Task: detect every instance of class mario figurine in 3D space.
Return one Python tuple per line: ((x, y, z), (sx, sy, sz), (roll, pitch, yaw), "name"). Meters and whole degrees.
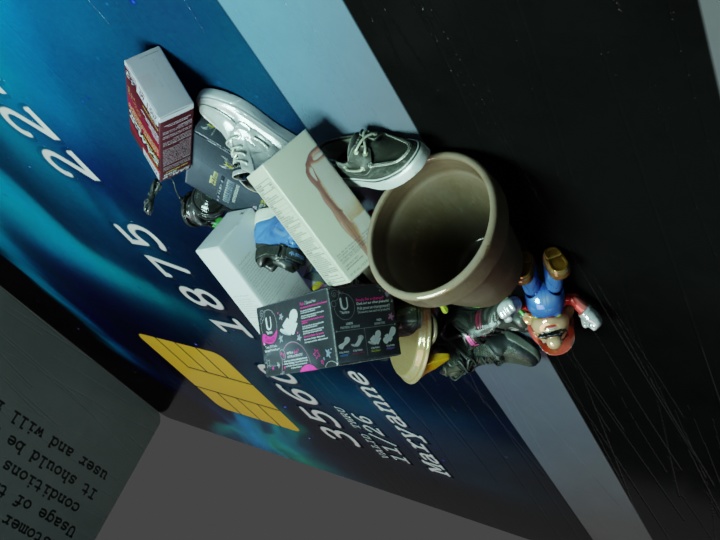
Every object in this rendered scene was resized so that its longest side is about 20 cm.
((0.277, 0.062, 1.292), (0.122, 0.107, 0.201), (23, 154, 34), "mario figurine")

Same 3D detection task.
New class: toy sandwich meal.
((0.100, 0.100, 1.513), (0.069, 0.210, 0.205), (2, 163, -17), "toy sandwich meal")

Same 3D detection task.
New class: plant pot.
((0.133, -0.029, 1.189), (0.197, 0.204, 0.174), (7, 163, 40), "plant pot")

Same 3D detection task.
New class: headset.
((-0.286, -0.105, 1.589), (0.197, 0.096, 0.123), (26, 158, -24), "headset")

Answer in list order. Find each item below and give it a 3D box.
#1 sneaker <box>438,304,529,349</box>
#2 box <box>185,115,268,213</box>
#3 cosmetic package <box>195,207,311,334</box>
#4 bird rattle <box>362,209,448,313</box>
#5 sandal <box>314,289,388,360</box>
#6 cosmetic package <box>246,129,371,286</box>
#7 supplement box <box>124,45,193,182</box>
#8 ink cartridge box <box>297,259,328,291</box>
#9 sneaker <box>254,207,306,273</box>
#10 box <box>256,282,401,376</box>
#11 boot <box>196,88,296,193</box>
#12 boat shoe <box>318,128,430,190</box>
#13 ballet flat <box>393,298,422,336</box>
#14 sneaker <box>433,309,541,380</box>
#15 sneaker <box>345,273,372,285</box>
((0.207, 0.093, 1.457), (0.076, 0.085, 0.198), (39, 154, -27), "sneaker")
((-0.202, -0.161, 1.441), (0.156, 0.052, 0.200), (31, 156, -4), "box")
((-0.176, 0.006, 1.507), (0.070, 0.102, 0.201), (-5, 128, 44), "cosmetic package")
((0.060, -0.017, 1.335), (0.161, 0.114, 0.200), (-16, 136, 39), "bird rattle")
((-0.024, 0.106, 1.572), (0.200, 0.043, 0.075), (41, 153, -30), "sandal")
((-0.059, -0.084, 1.249), (0.201, 0.087, 0.103), (53, 163, -11), "cosmetic package")
((-0.304, -0.232, 1.346), (0.110, 0.060, 0.200), (57, 160, 12), "supplement box")
((-0.038, 0.041, 1.620), (0.197, 0.088, 0.146), (21, 156, 20), "ink cartridge box")
((-0.088, -0.054, 1.404), (0.197, 0.114, 0.076), (-11, 159, 30), "sneaker")
((-0.051, 0.091, 1.373), (0.130, 0.117, 0.198), (-5, 174, -39), "box")
((-0.169, -0.182, 1.307), (0.197, 0.097, 0.074), (29, 156, -3), "boot")
((0.010, -0.153, 1.200), (0.064, 0.072, 0.198), (42, 155, -31), "boat shoe")
((0.051, 0.077, 1.454), (0.056, 0.068, 0.200), (1, 173, -12), "ballet flat")
((0.208, 0.150, 1.538), (0.196, 0.116, 0.077), (18, 157, 17), "sneaker")
((0.000, 0.000, 1.439), (0.075, 0.079, 0.203), (46, 146, 40), "sneaker")
